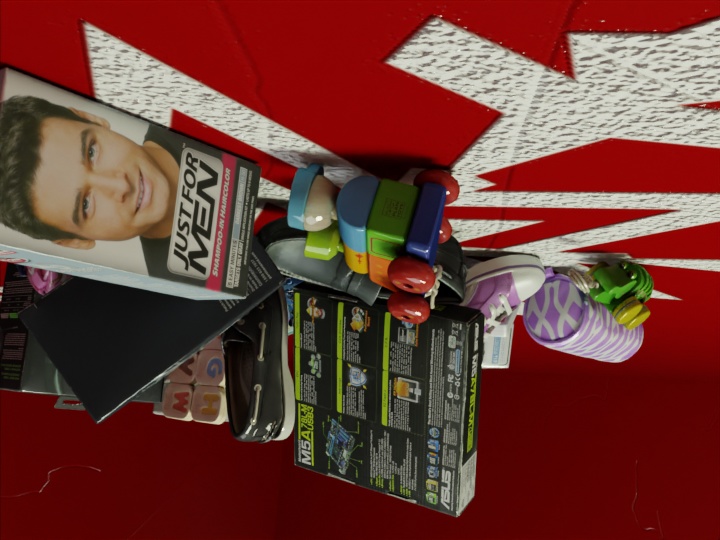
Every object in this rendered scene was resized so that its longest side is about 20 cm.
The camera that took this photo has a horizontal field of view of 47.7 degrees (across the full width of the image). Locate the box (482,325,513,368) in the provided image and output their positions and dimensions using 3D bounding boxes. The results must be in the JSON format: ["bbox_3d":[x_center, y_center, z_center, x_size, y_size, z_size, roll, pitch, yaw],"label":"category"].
[{"bbox_3d":[0.081,0.073,1.032,0.197,0.061,0.117,0,-160,-8],"label":"box"}]

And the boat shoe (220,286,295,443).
[{"bbox_3d":[-0.115,0.076,0.840,0.060,0.203,0.073,5,163,-41],"label":"boat shoe"}]

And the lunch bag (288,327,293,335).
[{"bbox_3d":[-0.181,0.054,1.141,0.197,0.078,0.160,-1,-178,25],"label":"lunch bag"}]

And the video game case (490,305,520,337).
[{"bbox_3d":[0.088,0.040,0.971,0.197,0.018,0.143,2,-161,19],"label":"video game case"}]

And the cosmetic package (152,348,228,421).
[{"bbox_3d":[-0.178,0.082,0.997,0.111,0.203,0.081,0,169,31],"label":"cosmetic package"}]

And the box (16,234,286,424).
[{"bbox_3d":[-0.177,0.032,0.709,0.181,0.105,0.200,-36,-178,-15],"label":"box"}]

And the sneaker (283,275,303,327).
[{"bbox_3d":[-0.054,0.029,0.948,0.077,0.091,0.200,3,168,14],"label":"sneaker"}]

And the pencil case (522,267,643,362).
[{"bbox_3d":[0.260,0.056,0.947,0.083,0.087,0.199,-29,152,28],"label":"pencil case"}]

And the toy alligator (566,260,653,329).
[{"bbox_3d":[0.258,0.013,0.809,0.054,0.060,0.199,-42,151,15],"label":"toy alligator"}]

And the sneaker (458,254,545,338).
[{"bbox_3d":[0.112,0.069,0.839,0.199,0.115,0.073,-27,143,11],"label":"sneaker"}]

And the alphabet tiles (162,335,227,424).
[{"bbox_3d":[-0.180,0.071,0.937,0.193,0.203,0.015,-1,167,37],"label":"alphabet tiles"}]

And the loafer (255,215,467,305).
[{"bbox_3d":[0.004,-0.006,0.725,0.198,0.071,0.068,6,138,-17],"label":"loafer"}]

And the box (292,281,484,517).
[{"bbox_3d":[0.022,0.121,0.802,0.191,0.203,0.047,10,-160,30],"label":"box"}]

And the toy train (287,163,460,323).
[{"bbox_3d":[0.008,-0.013,0.636,0.114,0.086,0.200,16,161,7],"label":"toy train"}]

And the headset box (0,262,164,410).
[{"bbox_3d":[-0.311,0.057,0.930,0.092,0.203,0.173,-4,168,44],"label":"headset box"}]

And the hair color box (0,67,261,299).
[{"bbox_3d":[-0.160,-0.045,0.535,0.060,0.101,0.199,-2,168,40],"label":"hair color box"}]

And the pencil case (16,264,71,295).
[{"bbox_3d":[-0.244,-0.006,0.841,0.199,0.087,0.083,12,-156,-46],"label":"pencil case"}]
